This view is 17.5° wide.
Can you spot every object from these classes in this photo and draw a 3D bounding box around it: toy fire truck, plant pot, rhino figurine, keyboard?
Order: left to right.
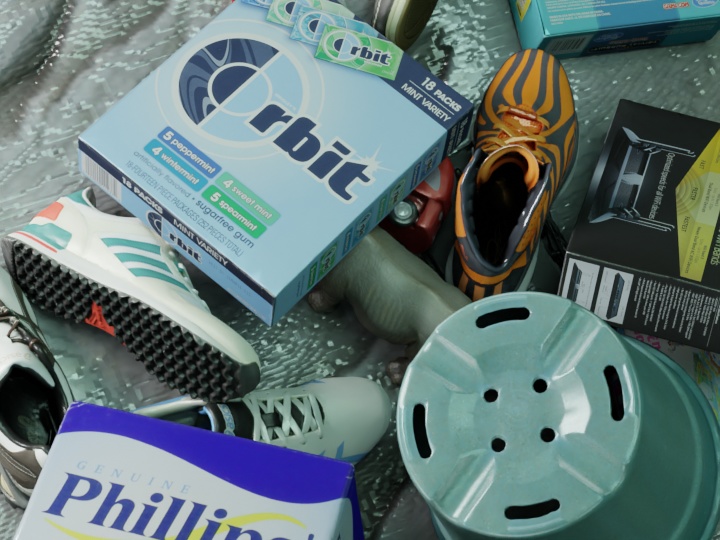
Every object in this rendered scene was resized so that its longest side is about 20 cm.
[{"bbox_3d":[-0.015,-0.113,1.606,0.199,0.049,0.141,26,67,1],"label":"toy fire truck"},{"bbox_3d":[0.000,0.000,1.555,0.200,0.087,0.060,41,64,2],"label":"rhino figurine"},{"bbox_3d":[0.108,0.007,1.616,0.104,0.040,0.200,-27,72,-13],"label":"keyboard"},{"bbox_3d":[0.115,0.109,1.448,0.199,0.196,0.201,-4,74,15],"label":"plant pot"}]

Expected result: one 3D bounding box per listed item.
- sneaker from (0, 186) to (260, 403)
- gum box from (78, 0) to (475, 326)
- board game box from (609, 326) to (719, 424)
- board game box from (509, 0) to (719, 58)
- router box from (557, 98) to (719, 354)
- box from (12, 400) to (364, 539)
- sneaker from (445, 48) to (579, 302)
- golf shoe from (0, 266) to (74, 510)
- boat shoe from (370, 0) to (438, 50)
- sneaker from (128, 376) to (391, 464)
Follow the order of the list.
[{"bbox_3d":[-0.131,0.005,1.502,0.199,0.070,0.093,27,54,24],"label":"sneaker"},{"bbox_3d":[-0.054,-0.086,1.520,0.170,0.045,0.200,38,64,15],"label":"gum box"},{"bbox_3d":[0.237,0.054,1.630,0.134,0.034,0.201,-7,72,-18],"label":"board game box"},{"bbox_3d":[0.172,-0.260,1.722,0.150,0.047,0.201,-8,72,-18],"label":"board game box"},{"bbox_3d":[0.229,-0.029,1.581,0.157,0.052,0.200,15,38,9],"label":"router box"},{"bbox_3d":[-0.112,0.198,1.358,0.183,0.105,0.201,12,59,12],"label":"box"},{"bbox_3d":[0.108,-0.075,1.567,0.077,0.112,0.201,11,67,2],"label":"sneaker"},{"bbox_3d":[-0.225,0.049,1.471,0.078,0.095,0.200,-28,78,-22],"label":"golf shoe"},{"bbox_3d":[0.035,-0.252,1.675,0.065,0.073,0.201,13,71,13],"label":"boat shoe"},{"bbox_3d":[-0.069,0.106,1.505,0.199,0.073,0.072,-11,72,-20],"label":"sneaker"}]
